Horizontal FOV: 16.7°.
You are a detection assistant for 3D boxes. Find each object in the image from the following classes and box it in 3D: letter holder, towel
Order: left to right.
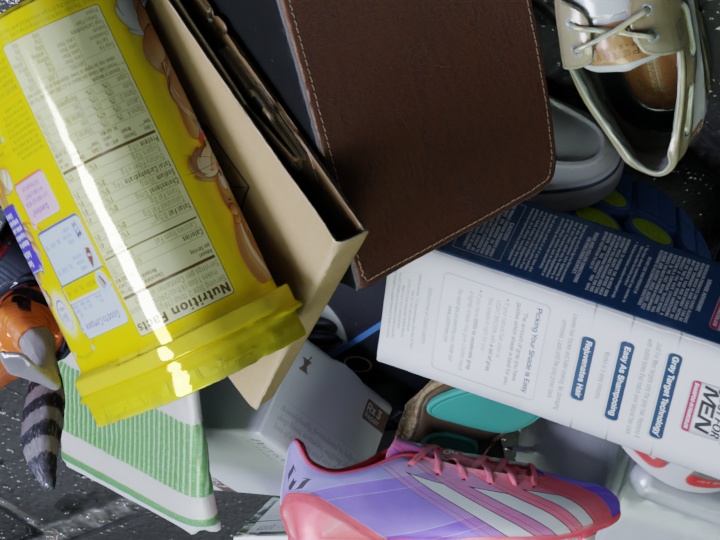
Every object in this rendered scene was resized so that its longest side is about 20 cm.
[{"bbox_3d":[-0.136,0.044,1.425,0.152,0.023,0.200,22,123,47],"label":"towel"},{"bbox_3d":[0.003,-0.117,1.211,0.101,0.142,0.200,21,133,53],"label":"letter holder"}]

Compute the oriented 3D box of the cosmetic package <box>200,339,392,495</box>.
[{"bbox_3d":[-0.091,0.088,1.518,0.200,0.074,0.102,1,152,44],"label":"cosmetic package"}]

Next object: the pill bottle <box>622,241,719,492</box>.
[{"bbox_3d":[0.231,0.035,1.378,0.114,0.114,0.200,23,141,-16],"label":"pill bottle"}]

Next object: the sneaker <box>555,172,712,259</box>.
[{"bbox_3d":[0.104,-0.016,1.354,0.199,0.071,0.083,20,132,15],"label":"sneaker"}]

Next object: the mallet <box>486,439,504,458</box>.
[{"bbox_3d":[0.095,0.168,1.537,0.041,0.200,0.066,-25,148,1],"label":"mallet"}]

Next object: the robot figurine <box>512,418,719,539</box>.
[{"bbox_3d":[0.181,0.127,1.515,0.200,0.113,0.170,17,177,-10],"label":"robot figurine"}]

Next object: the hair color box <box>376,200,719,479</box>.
[{"bbox_3d":[0.114,0.028,1.291,0.200,0.061,0.100,19,138,12],"label":"hair color box"}]

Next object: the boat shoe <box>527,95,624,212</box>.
[{"bbox_3d":[0.047,-0.085,1.300,0.200,0.074,0.065,11,148,-3],"label":"boat shoe"}]

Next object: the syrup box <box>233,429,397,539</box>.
[{"bbox_3d":[-0.006,0.168,1.543,0.079,0.200,0.082,-5,102,19],"label":"syrup box"}]

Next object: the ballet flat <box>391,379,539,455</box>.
[{"bbox_3d":[0.063,0.071,1.432,0.070,0.065,0.200,17,153,-14],"label":"ballet flat"}]

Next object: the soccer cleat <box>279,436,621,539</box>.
[{"bbox_3d":[0.053,0.129,1.415,0.200,0.077,0.067,-4,179,-7],"label":"soccer cleat"}]

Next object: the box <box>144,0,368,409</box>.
[{"bbox_3d":[-0.072,-0.035,1.238,0.164,0.021,0.200,55,152,14],"label":"box"}]

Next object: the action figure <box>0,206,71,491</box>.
[{"bbox_3d":[-0.195,0.049,1.345,0.105,0.194,0.200,30,124,-8],"label":"action figure"}]

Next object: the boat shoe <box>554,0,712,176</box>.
[{"bbox_3d":[0.134,-0.129,1.222,0.075,0.068,0.200,-8,139,23],"label":"boat shoe"}]

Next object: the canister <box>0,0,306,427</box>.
[{"bbox_3d":[-0.121,-0.035,1.206,0.149,0.087,0.200,-22,94,62],"label":"canister"}]

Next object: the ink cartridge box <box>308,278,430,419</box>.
[{"bbox_3d":[0.000,0.000,1.452,0.198,0.043,0.200,30,138,-24],"label":"ink cartridge box"}]
